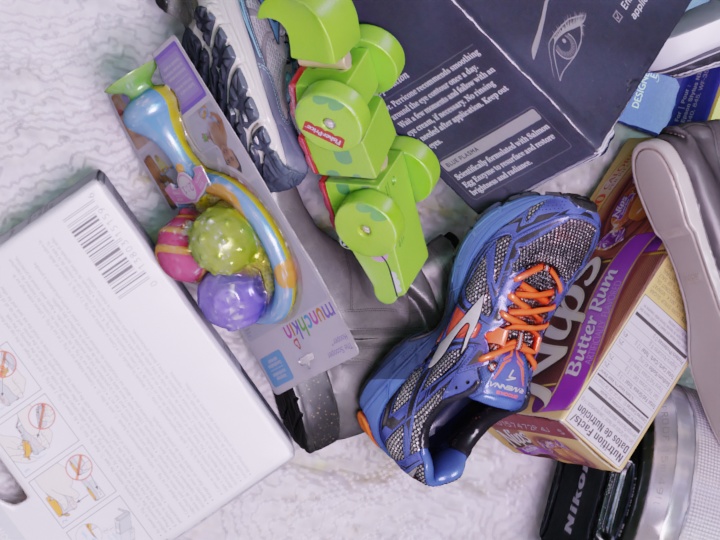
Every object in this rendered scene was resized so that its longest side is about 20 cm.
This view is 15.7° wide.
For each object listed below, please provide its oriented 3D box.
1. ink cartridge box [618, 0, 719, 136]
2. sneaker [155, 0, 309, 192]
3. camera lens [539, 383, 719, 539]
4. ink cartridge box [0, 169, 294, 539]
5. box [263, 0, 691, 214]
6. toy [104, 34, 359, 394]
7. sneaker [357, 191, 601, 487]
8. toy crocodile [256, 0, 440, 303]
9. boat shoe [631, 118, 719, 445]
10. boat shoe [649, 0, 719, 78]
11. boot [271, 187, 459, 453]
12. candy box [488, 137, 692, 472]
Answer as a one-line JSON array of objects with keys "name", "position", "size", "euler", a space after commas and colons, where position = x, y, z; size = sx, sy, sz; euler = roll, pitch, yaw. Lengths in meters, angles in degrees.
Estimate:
[{"name": "ink cartridge box", "position": [0.269, -0.153, 1.589], "size": [0.200, 0.047, 0.198], "euler": [19, 90, -16]}, {"name": "sneaker", "position": [-0.057, -0.140, 1.463], "size": [0.086, 0.078, 0.200], "euler": [-13, 70, -22]}, {"name": "camera lens", "position": [0.216, 0.160, 1.540], "size": [0.200, 0.160, 0.160], "euler": [18, 90, -15]}, {"name": "ink cartridge box", "position": [-0.163, 0.073, 1.499], "size": [0.173, 0.044, 0.200], "euler": [-34, 102, 2]}, {"name": "box", "position": [0.073, -0.177, 1.461], "size": [0.200, 0.117, 0.197], "euler": [45, 53, -14]}, {"name": "toy", "position": [-0.087, -0.022, 1.453], "size": [0.047, 0.115, 0.200], "euler": [-27, 89, -28]}, {"name": "sneaker", "position": [0.077, 0.041, 1.463], "size": [0.075, 0.078, 0.200], "euler": [14, 119, -33]}, {"name": "toy crocodile", "position": [-0.005, -0.069, 1.416], "size": [0.068, 0.062, 0.200], "euler": [-61, 144, -40]}, {"name": "boat shoe", "position": [0.208, 0.013, 1.442], "size": [0.057, 0.067, 0.200], "euler": [-21, 98, -21]}, {"name": "boat shoe", "position": [0.255, -0.136, 1.529], "size": [0.200, 0.072, 0.068], "euler": [-19, 101, -24]}, {"name": "boot", "position": [0.000, 0.000, 1.529], "size": [0.130, 0.068, 0.200], "euler": [-19, 106, -17]}, {"name": "candy box", "position": [0.153, 0.017, 1.516], "size": [0.056, 0.117, 0.200], "euler": [41, 74, -23]}]
